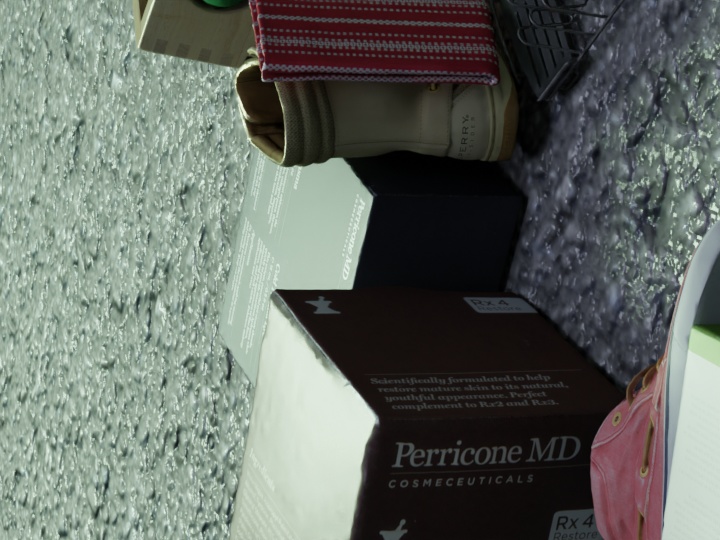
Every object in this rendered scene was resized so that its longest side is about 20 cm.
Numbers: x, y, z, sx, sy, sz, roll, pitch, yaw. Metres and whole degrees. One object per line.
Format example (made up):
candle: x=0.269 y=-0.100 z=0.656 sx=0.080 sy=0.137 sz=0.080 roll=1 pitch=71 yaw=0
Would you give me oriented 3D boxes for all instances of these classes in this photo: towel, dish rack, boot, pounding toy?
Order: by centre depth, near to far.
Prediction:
dish rack: x=0.109 y=-0.198 z=1.238 sx=0.200 sy=0.054 sz=0.155 roll=125 pitch=139 yaw=-52
towel: x=0.001 y=-0.176 z=1.325 sx=0.201 sy=0.143 sz=0.023 roll=-98 pitch=12 yaw=-46
boot: x=-0.003 y=-0.128 z=1.347 sx=0.201 sy=0.154 sz=0.073 roll=-112 pitch=22 yaw=-48
pounding toy: x=-0.079 y=-0.228 z=1.578 sx=0.201 sy=0.141 sz=0.185 roll=-99 pitch=25 yaw=-43

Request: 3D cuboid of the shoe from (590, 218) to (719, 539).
shoe: x=0.161 y=0.062 z=1.105 sx=0.091 sy=0.071 sz=0.202 roll=28 pitch=119 yaw=58

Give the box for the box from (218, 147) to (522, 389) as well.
box: x=0.000 y=0.000 z=1.410 sx=0.182 sy=0.103 sz=0.202 roll=-126 pitch=43 yaw=-53

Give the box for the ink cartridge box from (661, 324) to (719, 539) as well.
ink cartridge box: x=0.204 y=0.139 z=1.010 sx=0.148 sy=0.075 sz=0.202 roll=-147 pitch=59 yaw=-60

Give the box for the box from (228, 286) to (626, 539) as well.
box: x=0.033 y=0.134 z=1.266 sx=0.164 sy=0.164 sz=0.202 roll=-132 pitch=48 yaw=-56
